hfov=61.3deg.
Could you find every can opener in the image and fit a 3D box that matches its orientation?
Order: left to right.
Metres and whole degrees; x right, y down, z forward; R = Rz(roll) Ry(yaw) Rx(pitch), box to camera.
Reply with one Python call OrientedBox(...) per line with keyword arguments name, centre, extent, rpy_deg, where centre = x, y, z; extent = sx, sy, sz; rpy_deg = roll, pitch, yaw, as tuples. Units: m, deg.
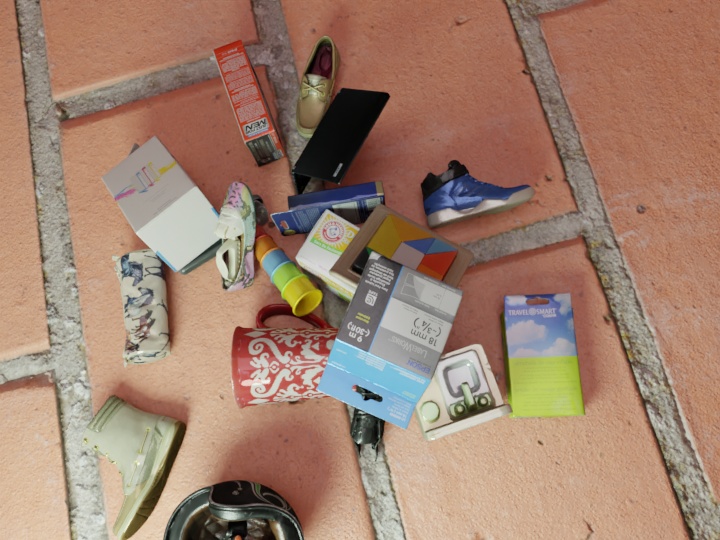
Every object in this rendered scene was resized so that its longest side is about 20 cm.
OrientedBox(name="can opener", centre=(-0.262, -0.071, 1.128), extent=(0.199, 0.054, 0.067), rpy_deg=(-32, 44, -4))

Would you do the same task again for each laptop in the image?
OrientedBox(name="laptop", centre=(-0.035, -0.214, 1.066), extent=(0.102, 0.200, 0.179), rpy_deg=(29, 79, 5))

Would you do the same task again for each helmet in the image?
OrientedBox(name="helmet", centre=(-0.190, 0.414, 0.920), extent=(0.198, 0.190, 0.203), rpy_deg=(7, 77, -31))

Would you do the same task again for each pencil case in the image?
OrientedBox(name="pencil case", centre=(-0.387, 0.066, 1.077), extent=(0.088, 0.078, 0.203), rpy_deg=(-5, 75, -17))

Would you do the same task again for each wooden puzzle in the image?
OrientedBox(name="wooden puzzle", centre=(0.071, -0.016, 0.963), extent=(0.183, 0.037, 0.201), rpy_deg=(28, 48, 9))

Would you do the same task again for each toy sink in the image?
OrientedBox(name="toy sink", centre=(0.143, 0.190, 0.947), extent=(0.129, 0.200, 0.113), rpy_deg=(-19, 75, 0))

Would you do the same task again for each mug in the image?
OrientedBox(name="mug", centre=(-0.107, 0.135, 1.017), extent=(0.197, 0.134, 0.180), rpy_deg=(-3, 77, 0))

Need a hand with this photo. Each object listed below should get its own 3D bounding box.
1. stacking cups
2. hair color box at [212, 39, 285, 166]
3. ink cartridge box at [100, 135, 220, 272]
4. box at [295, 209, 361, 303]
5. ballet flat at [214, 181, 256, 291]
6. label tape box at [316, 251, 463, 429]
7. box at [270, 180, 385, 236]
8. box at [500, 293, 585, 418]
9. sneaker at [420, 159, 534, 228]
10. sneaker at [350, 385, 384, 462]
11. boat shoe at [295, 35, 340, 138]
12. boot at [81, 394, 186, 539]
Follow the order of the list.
OrientedBox(name="stacking cups", centre=(-0.142, -0.011, 1.069), extent=(0.060, 0.061, 0.200), rpy_deg=(-36, 60, -5))
OrientedBox(name="hair color box", centre=(-0.208, -0.313, 1.145), extent=(0.063, 0.111, 0.202), rpy_deg=(-20, 76, -1))
OrientedBox(name="ink cartridge box", centre=(-0.349, -0.125, 1.076), extent=(0.125, 0.129, 0.200), rpy_deg=(-39, 55, -7))
OrientedBox(name="box", centre=(0.000, 0.000, 1.050), extent=(0.198, 0.113, 0.102), rpy_deg=(30, 77, 11))
OrientedBox(name="ballet flat", centre=(-0.219, -0.050, 1.047), extent=(0.069, 0.202, 0.071), rpy_deg=(23, 33, 29))
OrientedBox(name="label tape box", centre=(0.042, 0.097, 0.841), extent=(0.143, 0.063, 0.202), rpy_deg=(23, 75, 1))
OrientedBox(name="box", centre=(-0.054, -0.107, 1.076), extent=(0.197, 0.121, 0.033), rpy_deg=(-11, 74, 1))
OrientedBox(name="box", centre=(0.304, 0.144, 1.026), extent=(0.120, 0.048, 0.203), rpy_deg=(-2, 75, 3))
OrientedBox(name="sneaker", centre=(0.206, -0.154, 1.092), extent=(0.197, 0.077, 0.113), rpy_deg=(-15, 84, 7))
OrientedBox(name="sneaker", centre=(0.017, 0.225, 0.960), extent=(0.059, 0.201, 0.105), rpy_deg=(7, 60, 4))
OrientedBox(name="boat shoe", centre=(-0.087, -0.357, 1.170), extent=(0.073, 0.066, 0.203), rpy_deg=(8, 76, 6))
OrientedBox(name="boot", centre=(-0.401, 0.326, 1.018), extent=(0.153, 0.072, 0.202), rpy_deg=(19, 73, 8))
